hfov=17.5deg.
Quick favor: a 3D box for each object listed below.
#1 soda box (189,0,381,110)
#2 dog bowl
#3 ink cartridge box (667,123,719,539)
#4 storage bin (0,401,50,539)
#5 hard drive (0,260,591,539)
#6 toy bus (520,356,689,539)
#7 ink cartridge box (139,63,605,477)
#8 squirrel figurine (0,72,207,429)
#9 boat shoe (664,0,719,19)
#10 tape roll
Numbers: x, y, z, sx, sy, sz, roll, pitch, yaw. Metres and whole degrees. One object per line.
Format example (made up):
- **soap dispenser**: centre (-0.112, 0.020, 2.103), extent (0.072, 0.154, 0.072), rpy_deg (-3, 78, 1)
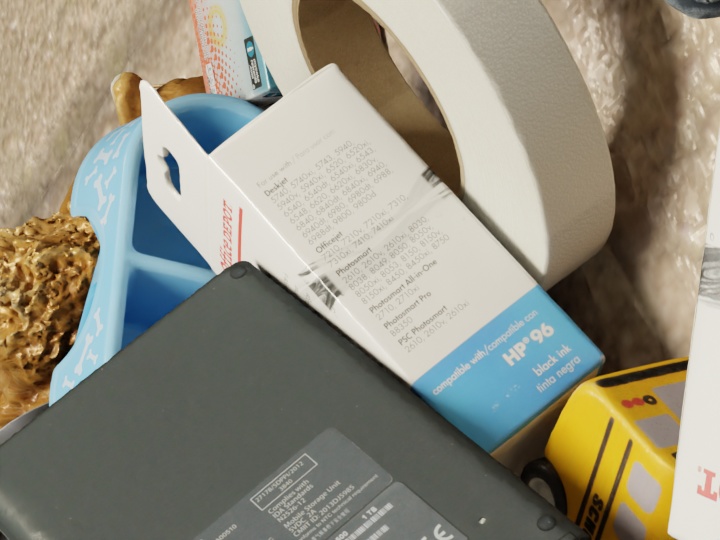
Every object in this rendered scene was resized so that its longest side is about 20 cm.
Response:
- **soda box**: centre (-0.046, -0.175, 1.061), extent (0.068, 0.064, 0.200), rpy_deg (-13, 87, 62)
- **dog bowl**: centre (-0.069, 0.012, 1.011), extent (0.050, 0.111, 0.200), rpy_deg (138, 141, -56)
- **ink cartridge box**: centre (0.170, -0.001, 0.659), extent (0.146, 0.084, 0.200), rpy_deg (21, 106, 59)
- **storage bin**: centre (-0.067, 0.127, 1.064), extent (0.134, 0.200, 0.146), rpy_deg (49, 141, 25)
- **hard drive**: centre (-0.033, 0.089, 0.834), extent (0.200, 0.140, 0.033), rpy_deg (38, 159, 39)
- **toy bus**: centre (0.098, 0.124, 0.885), extent (0.078, 0.065, 0.200), rpy_deg (49, 139, 41)
- **ink cartridge box**: centre (0.000, 0.000, 0.926), extent (0.200, 0.068, 0.116), rpy_deg (48, 163, 14)
- **squirrel figurine**: centre (-0.110, 0.000, 1.121), extent (0.142, 0.200, 0.187), rpy_deg (34, 123, -3)
- **boat shoe**: centre (0.106, -0.186, 0.771), extent (0.091, 0.071, 0.200), rpy_deg (56, -145, -67)
- **tape roll**: centre (0.020, -0.078, 0.911), extent (0.203, 0.037, 0.203), rpy_deg (48, 161, 22)
